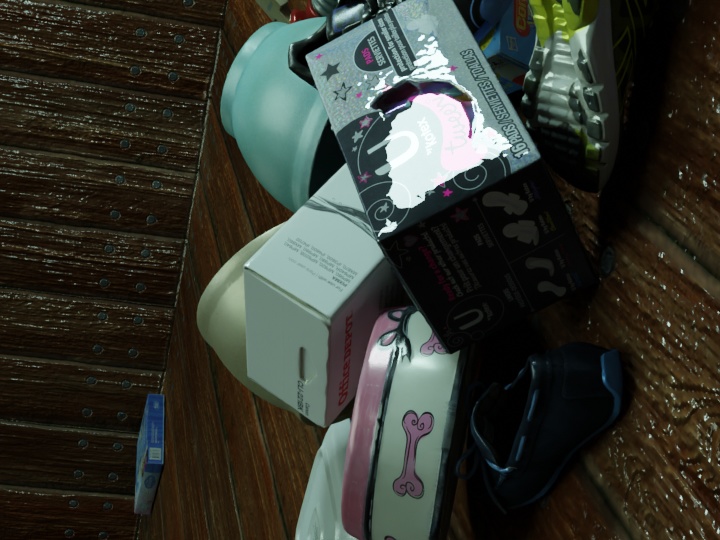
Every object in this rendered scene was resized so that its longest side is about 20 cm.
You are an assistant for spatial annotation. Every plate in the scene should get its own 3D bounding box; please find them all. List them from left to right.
[{"bbox_3d":[-0.035,0.281,1.401,0.200,0.032,0.201,-106,27,-57],"label":"plate"}]

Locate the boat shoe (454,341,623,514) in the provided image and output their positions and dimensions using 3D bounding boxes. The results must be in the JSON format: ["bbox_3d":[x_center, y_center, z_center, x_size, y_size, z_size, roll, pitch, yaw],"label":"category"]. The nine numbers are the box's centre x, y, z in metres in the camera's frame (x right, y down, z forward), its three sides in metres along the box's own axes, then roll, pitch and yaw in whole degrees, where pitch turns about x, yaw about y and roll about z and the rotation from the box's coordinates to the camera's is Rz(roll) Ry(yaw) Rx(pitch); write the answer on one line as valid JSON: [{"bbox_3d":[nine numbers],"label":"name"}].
[{"bbox_3d":[0.102,0.094,0.873,0.200,0.068,0.085,115,158,-51],"label":"boat shoe"}]

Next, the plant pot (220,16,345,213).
[{"bbox_3d":[-0.046,-0.154,1.260,0.200,0.134,0.201,-49,-24,-32],"label":"plant pot"}]

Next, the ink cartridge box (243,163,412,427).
[{"bbox_3d":[0.000,0.000,1.037,0.200,0.083,0.145,-48,-23,-33],"label":"ink cartridge box"}]

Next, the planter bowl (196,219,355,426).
[{"bbox_3d":[-0.035,0.058,1.242,0.135,0.199,0.201,57,146,26],"label":"planter bowl"}]

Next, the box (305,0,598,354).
[{"bbox_3d":[0.055,-0.070,0.886,0.132,0.114,0.201,55,-171,-45],"label":"box"}]

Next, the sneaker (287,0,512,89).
[{"bbox_3d":[0.028,-0.185,0.984,0.200,0.078,0.071,-34,52,41],"label":"sneaker"}]

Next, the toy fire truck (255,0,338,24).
[{"bbox_3d":[-0.030,-0.283,1.314,0.176,0.199,0.129,114,158,-49],"label":"toy fire truck"}]

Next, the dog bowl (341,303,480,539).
[{"bbox_3d":[0.038,0.114,0.973,0.200,0.073,0.202,9,-90,-83],"label":"dog bowl"}]

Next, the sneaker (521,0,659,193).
[{"bbox_3d":[0.150,-0.141,0.815,0.074,0.084,0.201,34,141,45],"label":"sneaker"}]

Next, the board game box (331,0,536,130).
[{"bbox_3d":[0.062,-0.222,1.066,0.195,0.056,0.201,-19,63,48],"label":"board game box"}]

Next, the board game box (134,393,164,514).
[{"bbox_3d":[-0.492,0.428,3.114,0.201,0.043,0.200,-97,19,-45],"label":"board game box"}]
